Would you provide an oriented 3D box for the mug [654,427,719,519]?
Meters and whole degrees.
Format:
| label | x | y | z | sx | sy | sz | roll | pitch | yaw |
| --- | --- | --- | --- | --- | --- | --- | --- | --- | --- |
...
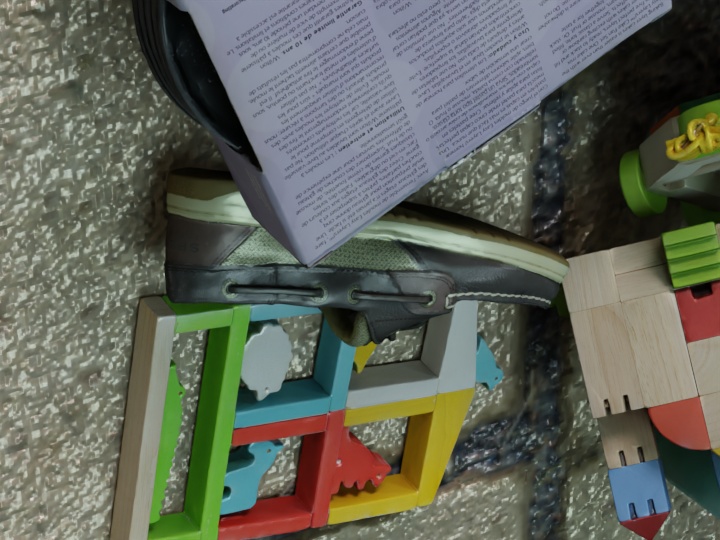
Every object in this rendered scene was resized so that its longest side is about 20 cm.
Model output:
| label | x | y | z | sx | sy | sz | roll | pitch | yaw |
| --- | --- | --- | --- | --- | --- | --- | --- | --- | --- |
| mug | 0.232 | 0.080 | 1.247 | 0.152 | 0.185 | 0.115 | 29 | 97 | -17 |

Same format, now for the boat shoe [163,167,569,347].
| label | x | y | z | sx | sy | sz | roll | pitch | yaw |
| --- | --- | --- | --- | --- | --- | --- | --- | --- | --- |
| boat shoe | 0.000 | 0.000 | 1.068 | 0.200 | 0.072 | 0.066 | 11 | 96 | -32 |

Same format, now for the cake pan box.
| label | x | y | z | sx | sy | sz | roll | pitch | yaw |
| --- | --- | --- | --- | --- | --- | --- | --- | --- | --- |
| cake pan box | 0.011 | -0.122 | 0.910 | 0.200 | 0.052 | 0.185 | -36 | 130 | -11 |

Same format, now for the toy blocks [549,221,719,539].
| label | x | y | z | sx | sy | sz | roll | pitch | yaw |
| --- | --- | --- | --- | --- | --- | --- | --- | --- | --- |
| toy blocks | 0.181 | 0.046 | 1.134 | 0.199 | 0.100 | 0.137 | -14 | 85 | 8 |

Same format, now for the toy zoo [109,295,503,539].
| label | x | y | z | sx | sy | sz | roll | pitch | yaw |
| --- | --- | --- | --- | --- | --- | --- | --- | --- | --- |
| toy zoo | -0.017 | 0.062 | 1.136 | 0.199 | 0.020 | 0.132 | -7 | 121 | -31 |

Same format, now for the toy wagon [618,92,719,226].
| label | x | y | z | sx | sy | sz | roll | pitch | yaw |
| --- | --- | --- | --- | --- | --- | --- | --- | --- | --- |
| toy wagon | 0.197 | -0.059 | 1.114 | 0.155 | 0.040 | 0.200 | -15 | 166 | 30 |
